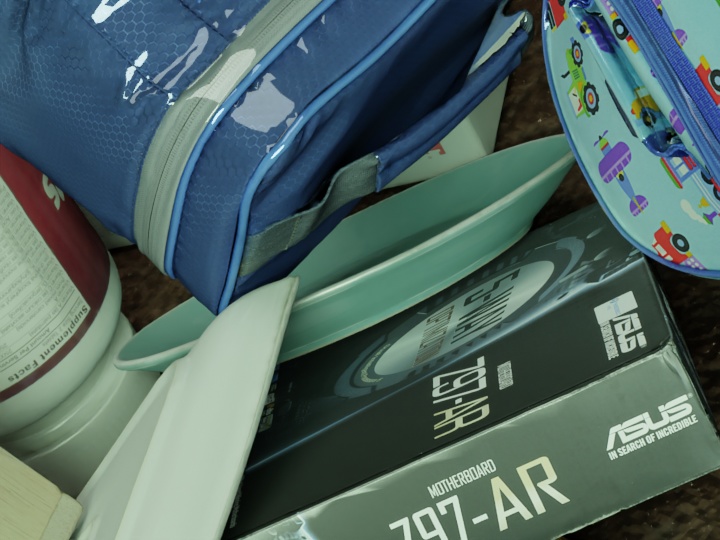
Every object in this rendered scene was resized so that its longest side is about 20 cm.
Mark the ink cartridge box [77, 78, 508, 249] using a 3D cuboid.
[{"bbox_3d":[-0.055,-0.100,1.054,0.199,0.145,0.084,-12,42,22],"label":"ink cartridge box"}]

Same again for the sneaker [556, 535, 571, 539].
[{"bbox_3d":[0.054,0.114,0.796,0.075,0.090,0.200,-39,39,-11],"label":"sneaker"}]

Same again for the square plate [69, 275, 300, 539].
[{"bbox_3d":[-0.092,0.119,0.829,0.200,0.028,0.198,-54,12,40],"label":"square plate"}]

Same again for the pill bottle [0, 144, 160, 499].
[{"bbox_3d":[-0.160,-0.004,0.973,0.109,0.200,0.110,-18,40,15],"label":"pill bottle"}]

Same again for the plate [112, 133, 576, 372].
[{"bbox_3d":[0.000,0.000,0.954,0.200,0.026,0.200,-25,7,3],"label":"plate"}]

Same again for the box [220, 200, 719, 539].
[{"bbox_3d":[0.034,0.047,0.857,0.160,0.044,0.200,-25,13,8],"label":"box"}]

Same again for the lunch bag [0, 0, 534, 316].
[{"bbox_3d":[-0.019,-0.088,0.869,0.132,0.136,0.200,40,63,9],"label":"lunch bag"}]

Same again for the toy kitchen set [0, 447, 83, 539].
[{"bbox_3d":[-0.236,0.140,0.842,0.180,0.163,0.200,-33,26,48],"label":"toy kitchen set"}]

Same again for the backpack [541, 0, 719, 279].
[{"bbox_3d":[0.135,-0.082,0.819,0.134,0.183,0.200,-15,-15,-43],"label":"backpack"}]
